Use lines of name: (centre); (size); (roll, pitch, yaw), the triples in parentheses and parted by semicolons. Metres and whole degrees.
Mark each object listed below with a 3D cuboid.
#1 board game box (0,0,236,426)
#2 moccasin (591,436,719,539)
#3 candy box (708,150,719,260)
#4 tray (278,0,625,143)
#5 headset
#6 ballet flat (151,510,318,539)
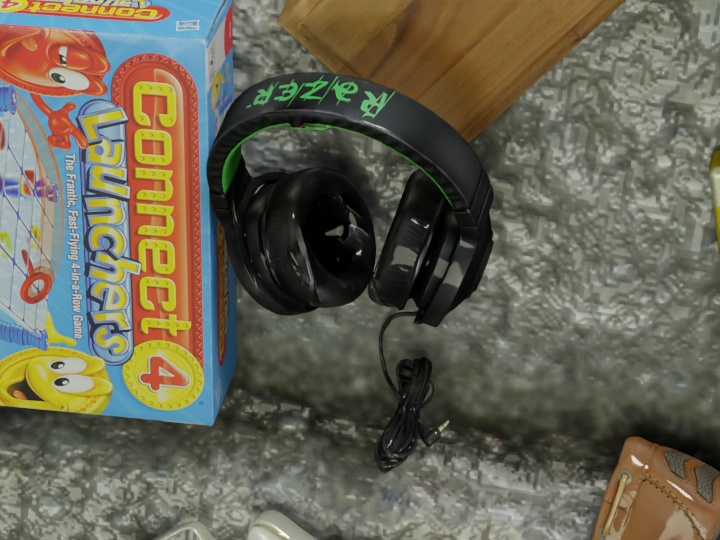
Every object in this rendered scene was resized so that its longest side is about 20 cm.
board game box: (-0.158, -0.034, 1.101); (0.196, 0.056, 0.200); (5, 119, 8)
moccasin: (0.104, 0.167, 1.156); (0.078, 0.074, 0.201); (29, 122, 4)
candy box: (0.220, 0.035, 1.089); (0.102, 0.026, 0.200); (-3, 117, 15)
tray: (0.068, -0.142, 1.014); (0.099, 0.037, 0.200); (42, 118, -13)
headset: (0.000, 0.000, 1.057); (0.123, 0.094, 0.200); (4, 143, 22)
ballet flat: (-0.065, 0.159, 1.194); (0.200, 0.068, 0.072); (-10, 97, 19)
